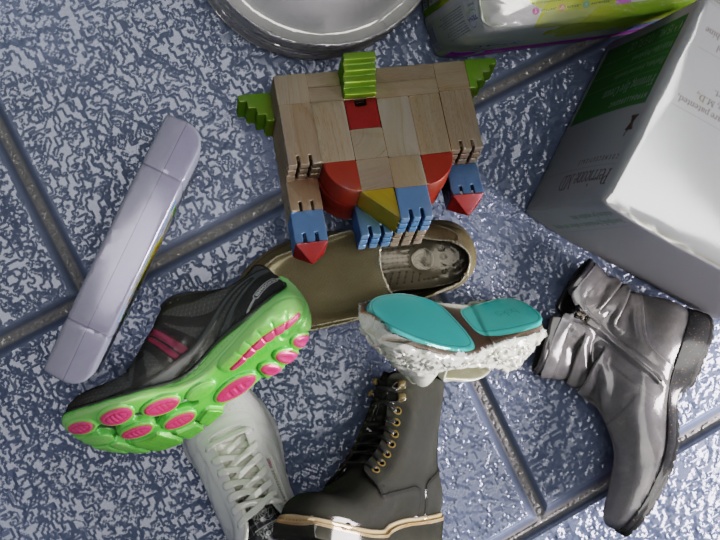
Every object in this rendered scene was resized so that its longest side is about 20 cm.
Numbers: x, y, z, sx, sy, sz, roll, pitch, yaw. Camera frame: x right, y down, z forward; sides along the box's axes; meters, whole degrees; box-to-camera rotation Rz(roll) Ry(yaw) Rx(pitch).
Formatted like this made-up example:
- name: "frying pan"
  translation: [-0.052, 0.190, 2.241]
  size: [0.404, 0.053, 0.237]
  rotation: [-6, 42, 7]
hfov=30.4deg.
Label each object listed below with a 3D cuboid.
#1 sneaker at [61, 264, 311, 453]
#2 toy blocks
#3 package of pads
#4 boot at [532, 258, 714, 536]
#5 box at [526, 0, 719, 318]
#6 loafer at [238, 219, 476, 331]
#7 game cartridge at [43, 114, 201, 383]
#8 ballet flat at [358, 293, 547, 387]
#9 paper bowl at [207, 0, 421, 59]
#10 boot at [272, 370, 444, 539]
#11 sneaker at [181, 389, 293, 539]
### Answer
- name: "sneaker"
  translation: [-0.130, 0.067, 0.984]
  size: [0.199, 0.084, 0.077]
  rotation: [-30, 139, -4]
- name: "toy blocks"
  translation: [0.015, -0.080, 0.999]
  size: [0.198, 0.100, 0.138]
  rotation: [-7, 69, -12]
- name: "package of pads"
  translation: [0.161, -0.215, 1.024]
  size: [0.198, 0.154, 0.069]
  rotation: [-10, 92, -11]
- name: "boot"
  translation: [0.196, 0.103, 1.083]
  size: [0.131, 0.070, 0.202]
  rotation: [21, 77, -6]
- name: "box"
  translation: [0.270, -0.075, 1.023]
  size: [0.199, 0.199, 0.172]
  rotation: [27, 86, -9]
- name: "loafer"
  translation: [0.000, 0.000, 1.034]
  size: [0.198, 0.067, 0.077]
  rotation: [-17, 93, -11]
- name: "game cartridge"
  translation: [-0.169, -0.012, 0.967]
  size: [0.040, 0.133, 0.201]
  rotation: [25, 86, -3]
- name: "ballet flat"
  translation: [0.068, 0.060, 1.012]
  size: [0.199, 0.071, 0.072]
  rotation: [2, 89, -45]
- name: "paper bowl"
  translation: [-0.031, -0.269, 1.012]
  size: [0.199, 0.104, 0.203]
  rotation: [0, 89, -11]
- name: "boot"
  translation: [0.003, 0.135, 0.993]
  size: [0.077, 0.200, 0.140]
  rotation: [2, 84, 26]
- name: "sneaker"
  translation: [-0.084, 0.162, 1.011]
  size: [0.076, 0.080, 0.201]
  rotation: [-25, 91, -7]
